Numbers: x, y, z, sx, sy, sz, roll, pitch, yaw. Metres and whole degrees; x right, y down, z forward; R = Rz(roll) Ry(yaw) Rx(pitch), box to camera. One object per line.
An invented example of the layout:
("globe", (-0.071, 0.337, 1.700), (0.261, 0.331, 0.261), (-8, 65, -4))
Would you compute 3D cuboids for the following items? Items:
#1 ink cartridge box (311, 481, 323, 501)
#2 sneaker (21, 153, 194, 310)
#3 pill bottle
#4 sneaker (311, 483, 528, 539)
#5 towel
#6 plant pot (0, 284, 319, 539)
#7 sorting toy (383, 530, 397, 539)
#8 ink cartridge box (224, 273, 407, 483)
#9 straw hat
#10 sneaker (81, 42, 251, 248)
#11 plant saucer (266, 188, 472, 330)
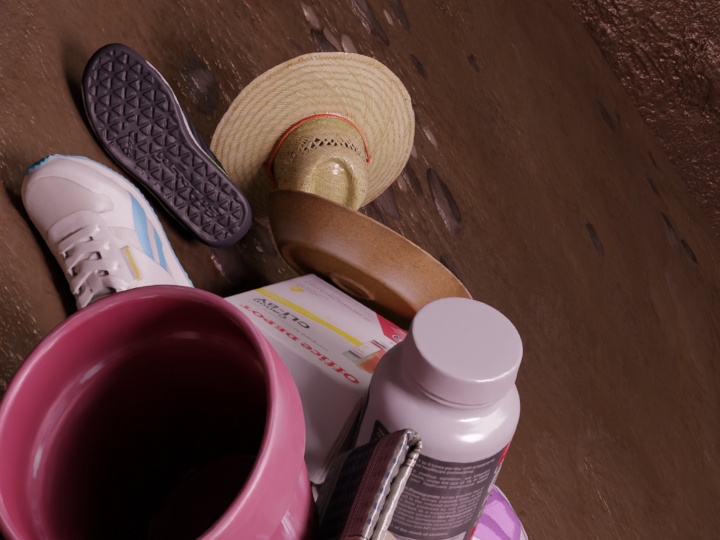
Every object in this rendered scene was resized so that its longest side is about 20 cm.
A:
("ink cartridge box", (-0.009, 0.266, 1.408), (0.201, 0.067, 0.117), (54, 22, -22))
("sneaker", (-0.176, 0.005, 1.334), (0.201, 0.076, 0.081), (54, 24, -14))
("pill bottle", (0.053, 0.118, 1.341), (0.109, 0.201, 0.111), (9, 43, -8))
("sneaker", (0.053, 0.203, 1.540), (0.200, 0.073, 0.115), (37, 52, -13))
("towel", (-0.018, 0.207, 1.224), (0.034, 0.192, 0.202), (25, 74, -9))
("plant pot", (-0.113, 0.139, 1.181), (0.179, 0.198, 0.202), (58, 15, -53))
("sorting toy", (0.035, 0.308, 1.322), (0.200, 0.036, 0.187), (47, 51, -40))
("ink cartridge box", (-0.036, 0.081, 1.470), (0.144, 0.084, 0.200), (32, 16, 15))
("straw hat", (-0.033, -0.083, 1.595), (0.201, 0.200, 0.086), (40, 23, -43))
("sneaker", (-0.165, -0.099, 1.532), (0.201, 0.071, 0.083), (56, -2, -18))
("plant saucer", (0.000, 0.000, 1.555), (0.200, 0.199, 0.036), (42, 71, -41))
